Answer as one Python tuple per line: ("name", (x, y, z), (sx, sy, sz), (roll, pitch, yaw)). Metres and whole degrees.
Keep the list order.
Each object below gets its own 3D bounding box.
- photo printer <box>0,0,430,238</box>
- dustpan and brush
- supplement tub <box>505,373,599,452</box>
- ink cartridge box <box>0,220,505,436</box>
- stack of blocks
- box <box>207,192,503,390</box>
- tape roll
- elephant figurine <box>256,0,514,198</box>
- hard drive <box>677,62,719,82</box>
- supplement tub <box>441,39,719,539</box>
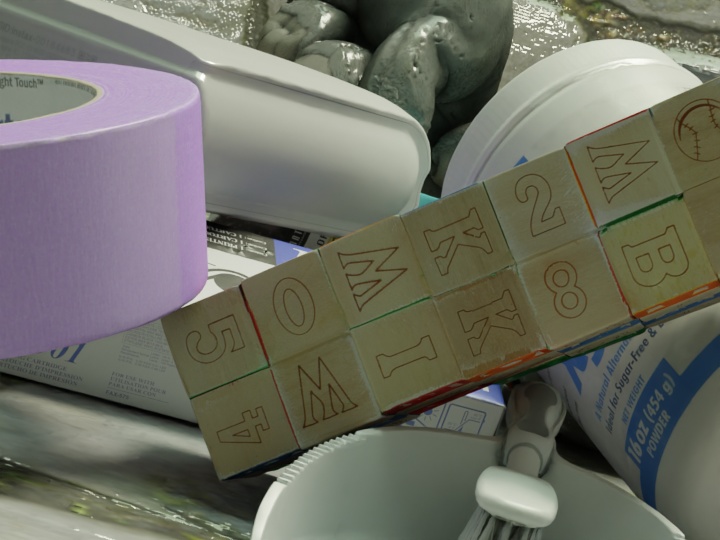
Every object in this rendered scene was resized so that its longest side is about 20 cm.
("photo printer", (-0.073, -0.068, 0.972), (0.166, 0.070, 0.200), (22, 6, 33))
("dustpan and brush", (0.048, 0.072, 0.704), (0.139, 0.058, 0.200), (17, 6, 4))
("supplement tub", (0.121, 0.020, 1.101), (0.122, 0.123, 0.200), (16, 5, -11))
("ink cartridge box", (-0.048, 0.022, 0.870), (0.199, 0.044, 0.094), (16, 24, -12))
("stack of blocks", (0.045, 0.007, 0.755), (0.199, 0.059, 0.115), (-22, -7, 8))
("box", (0.000, 0.000, 1.058), (0.049, 0.083, 0.200), (31, -7, -39))
("tape roll", (-0.150, -0.024, 0.727), (0.199, 0.066, 0.200), (-1, 12, 0))
("elephant figurine", (0.036, -0.082, 1.202), (0.154, 0.142, 0.200), (-4, -36, 25))
("hard drive", (0.209, -0.004, 1.261), (0.134, 0.201, 0.042), (19, 27, 20))
("supplement tub", (0.131, 0.013, 0.884), (0.131, 0.132, 0.200), (12, 28, -39))
